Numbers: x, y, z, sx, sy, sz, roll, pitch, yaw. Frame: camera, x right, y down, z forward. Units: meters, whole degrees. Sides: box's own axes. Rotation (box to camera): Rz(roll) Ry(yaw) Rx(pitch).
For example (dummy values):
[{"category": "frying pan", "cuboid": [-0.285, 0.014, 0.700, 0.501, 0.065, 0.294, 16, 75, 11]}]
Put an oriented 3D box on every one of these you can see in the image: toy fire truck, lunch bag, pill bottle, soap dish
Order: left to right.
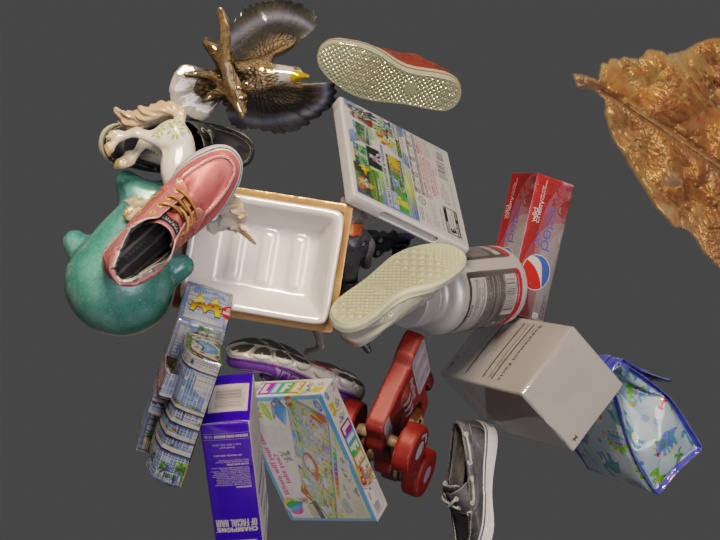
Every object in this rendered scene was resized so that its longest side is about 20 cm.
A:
[{"category": "soap dish", "cuboid": [-0.117, -0.016, 1.663, 0.199, 0.081, 0.158, 9, 88, 4]}, {"category": "toy fire truck", "cuboid": [0.053, 0.187, 1.767, 0.168, 0.112, 0.200, -63, 159, -22]}, {"category": "pill bottle", "cuboid": [0.121, 0.026, 1.784, 0.200, 0.111, 0.111, -5, 96, -48]}, {"category": "lunch bag", "cuboid": [0.360, 0.195, 1.921, 0.127, 0.170, 0.200, -42, 109, -19]}]

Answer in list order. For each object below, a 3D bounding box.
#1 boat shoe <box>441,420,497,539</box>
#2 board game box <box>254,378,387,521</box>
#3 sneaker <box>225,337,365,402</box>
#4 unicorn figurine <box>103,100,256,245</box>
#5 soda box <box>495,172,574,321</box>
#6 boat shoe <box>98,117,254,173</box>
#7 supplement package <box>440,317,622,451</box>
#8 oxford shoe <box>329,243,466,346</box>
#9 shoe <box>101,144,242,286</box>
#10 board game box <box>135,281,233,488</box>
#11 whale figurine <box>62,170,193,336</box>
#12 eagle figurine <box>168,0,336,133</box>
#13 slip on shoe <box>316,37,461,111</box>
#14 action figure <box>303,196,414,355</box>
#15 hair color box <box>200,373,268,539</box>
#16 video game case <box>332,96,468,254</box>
[{"category": "boat shoe", "cuboid": [0.143, 0.306, 1.868, 0.068, 0.072, 0.201, 8, 87, -30]}, {"category": "board game box", "cuboid": [-0.062, 0.227, 1.703, 0.034, 0.134, 0.200, -53, 129, -48]}, {"category": "sneaker", "cuboid": [-0.086, 0.148, 1.736, 0.200, 0.081, 0.084, 25, 94, -24]}, {"category": "unicorn figurine", "cuboid": [-0.211, -0.102, 1.564, 0.137, 0.074, 0.201, -15, 101, -3]}, {"category": "soda box", "cuboid": [0.233, -0.033, 1.898, 0.070, 0.063, 0.201, 15, 86, -29]}, {"category": "boat shoe", "cuboid": [-0.213, -0.149, 1.650, 0.199, 0.066, 0.075, 8, 90, -28]}, {"category": "supplement package", "cuboid": [0.228, 0.146, 1.830, 0.120, 0.200, 0.121, -49, 114, -16]}, {"category": "oxford shoe", "cuboid": [0.045, 0.028, 1.655, 0.200, 0.075, 0.058, -32, 140, -25]}, {"category": "shoe", "cuboid": [-0.201, -0.058, 1.490, 0.200, 0.091, 0.071, -44, 105, -5]}, {"category": "board game box", "cuboid": [-0.204, 0.122, 1.574, 0.062, 0.200, 0.200, 17, 97, -9]}, {"category": "whale figurine", "cuboid": [-0.274, -0.025, 1.596, 0.159, 0.104, 0.201, 14, 76, 1]}, {"category": "eagle figurine", "cuboid": [-0.122, -0.243, 1.671, 0.151, 0.200, 0.152, 35, 114, 9]}, {"category": "slip on shoe", "cuboid": [0.036, -0.260, 1.784, 0.199, 0.061, 0.074, 12, 120, -17]}, {"category": "action figure", "cuboid": [0.000, 0.000, 1.757, 0.200, 0.105, 0.194, -10, 107, -26]}, {"category": "hair color box", "cuboid": [-0.152, 0.238, 1.647, 0.065, 0.109, 0.200, -5, 116, 1]}, {"category": "video game case", "cuboid": [0.050, -0.121, 1.742, 0.182, 0.200, 0.022, 25, 126, -27]}]
